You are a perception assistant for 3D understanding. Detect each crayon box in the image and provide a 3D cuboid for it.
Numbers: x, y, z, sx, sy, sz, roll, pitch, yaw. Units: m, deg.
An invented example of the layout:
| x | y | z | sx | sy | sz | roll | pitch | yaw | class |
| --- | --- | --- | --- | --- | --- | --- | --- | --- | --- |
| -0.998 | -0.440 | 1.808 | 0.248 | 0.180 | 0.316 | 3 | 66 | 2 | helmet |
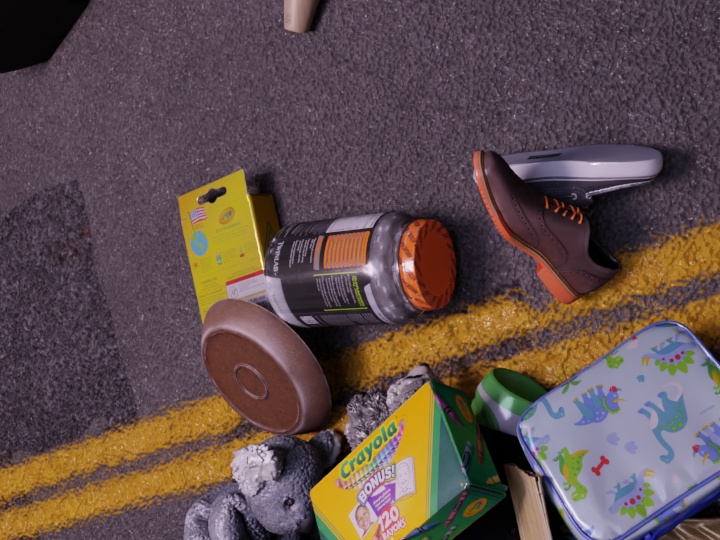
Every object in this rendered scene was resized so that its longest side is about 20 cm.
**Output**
| x | y | z | sx | sy | sz | roll | pitch | yaw | class |
| --- | --- | --- | --- | --- | --- | --- | --- | --- | --- |
| 0.040 | 0.218 | 0.934 | 0.200 | 0.058 | 0.120 | -47 | 42 | 27 | crayon box |
| -0.157 | -0.015 | 1.217 | 0.126 | 0.051 | 0.203 | -16 | 84 | 34 | crayon box |

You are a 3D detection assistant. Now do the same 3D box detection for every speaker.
| x | y | z | sx | sy | sz | roll | pitch | yaw | class |
| --- | --- | --- | --- | --- | --- | --- | --- | --- | --- |
| 0.130 | 0.208 | 1.014 | 0.088 | 0.088 | 0.202 | 33 | 110 | 28 | speaker |

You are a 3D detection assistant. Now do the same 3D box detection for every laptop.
| x | y | z | sx | sy | sz | roll | pitch | yaw | class |
| --- | --- | --- | --- | --- | --- | --- | --- | --- | --- |
| 0.146 | 0.276 | 0.988 | 0.175 | 0.103 | 0.203 | 19 | 82 | -11 | laptop |

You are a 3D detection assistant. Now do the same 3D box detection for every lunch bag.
| x | y | z | sx | sy | sz | roll | pitch | yaw | class |
| --- | --- | --- | --- | --- | --- | --- | --- | --- | --- |
| 0.257 | 0.159 | 0.878 | 0.199 | 0.083 | 0.162 | -34 | 56 | 1 | lunch bag |

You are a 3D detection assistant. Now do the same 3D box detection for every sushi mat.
| x | y | z | sx | sy | sz | roll | pitch | yaw | class |
| --- | --- | --- | --- | --- | --- | --- | --- | --- | --- |
| 0.172 | 0.282 | 0.891 | 0.012 | 0.096 | 0.203 | -12 | 89 | -7 | sushi mat |

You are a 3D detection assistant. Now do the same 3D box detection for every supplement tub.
| x | y | z | sx | sy | sz | roll | pitch | yaw | class |
| --- | --- | --- | --- | --- | --- | --- | --- | --- | --- |
| 0.000 | 0.000 | 1.070 | 0.197 | 0.122 | 0.125 | -4 | 90 | 34 | supplement tub |

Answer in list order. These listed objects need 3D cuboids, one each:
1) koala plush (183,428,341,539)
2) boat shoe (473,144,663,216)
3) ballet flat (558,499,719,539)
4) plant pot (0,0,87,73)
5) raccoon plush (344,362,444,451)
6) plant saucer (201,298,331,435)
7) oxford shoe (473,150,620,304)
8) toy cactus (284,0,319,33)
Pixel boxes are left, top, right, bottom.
| x | y | z | sx | sy | sz | roll | pitch | yaw | class |
| --- | --- | --- | --- | --- | --- | --- | --- | --- | --- |
| -0.109 | 0.277 | 1.132 | 0.184 | 0.176 | 0.202 | 42 | 118 | 36 | koala plush |
| 0.208 | -0.084 | 0.964 | 0.197 | 0.070 | 0.067 | -2 | 111 | 30 | boat shoe |
| 0.291 | 0.237 | 0.912 | 0.197 | 0.069 | 0.064 | 4 | 81 | 16 | ballet flat |
| -0.518 | -0.402 | 1.367 | 0.200 | 0.176 | 0.201 | -42 | 70 | 27 | plant pot |
| 0.055 | 0.203 | 1.030 | 0.134 | 0.095 | 0.204 | -12 | 82 | 62 | raccoon plush |
| -0.124 | 0.126 | 1.154 | 0.198 | 0.034 | 0.202 | 24 | 135 | 26 | plant saucer |
| 0.181 | -0.053 | 0.928 | 0.072 | 0.200 | 0.072 | -27 | 35 | 30 | oxford shoe |
| -0.065 | -0.366 | 1.124 | 0.198 | 0.102 | 0.168 | 20 | 113 | 23 | toy cactus |
